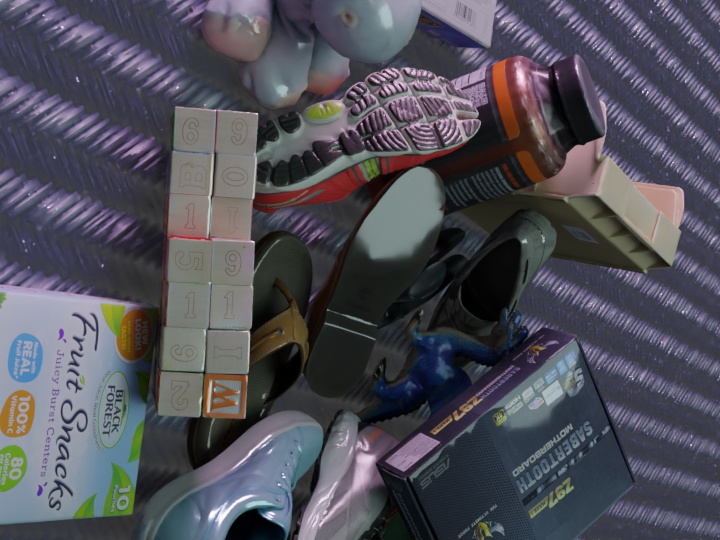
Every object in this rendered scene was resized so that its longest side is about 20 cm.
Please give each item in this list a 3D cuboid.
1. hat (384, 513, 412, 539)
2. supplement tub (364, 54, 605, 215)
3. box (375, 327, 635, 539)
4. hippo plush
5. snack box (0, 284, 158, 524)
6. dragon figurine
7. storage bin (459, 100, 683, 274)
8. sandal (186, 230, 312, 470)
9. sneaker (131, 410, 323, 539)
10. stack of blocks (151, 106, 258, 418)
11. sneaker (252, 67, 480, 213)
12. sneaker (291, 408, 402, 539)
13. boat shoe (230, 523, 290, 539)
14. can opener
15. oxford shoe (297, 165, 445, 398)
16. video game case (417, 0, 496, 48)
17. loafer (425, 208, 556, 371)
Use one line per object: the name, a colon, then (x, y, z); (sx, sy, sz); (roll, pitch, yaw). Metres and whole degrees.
hat: (0.099, 0.188, 1.065); (0.167, 0.175, 0.200); (56, 28, -5)
supplement tub: (0.102, -0.112, 1.037); (0.107, 0.198, 0.108); (51, 29, -43)
box: (0.125, 0.169, 1.022); (0.199, 0.051, 0.159); (-34, 114, -22)
hippo plush: (-0.006, -0.217, 0.924); (0.159, 0.159, 0.203); (25, 76, -51)
snack box: (-0.221, 0.082, 0.770); (0.199, 0.052, 0.145); (10, 87, -54)
dragon figurine: (0.061, 0.102, 1.061); (0.201, 0.099, 0.059); (-53, 178, -2)
storage bin: (0.183, -0.083, 1.169); (0.199, 0.197, 0.095); (31, 74, -51)
sandal: (-0.075, 0.069, 0.960); (0.082, 0.054, 0.202); (40, 64, -46)
sneaker: (-0.075, 0.174, 0.911); (0.199, 0.081, 0.075); (-31, 142, -49)
stack of blocks: (-0.107, -0.008, 0.851); (0.058, 0.115, 0.203); (4, 92, -12)
sneaker: (-0.004, -0.097, 0.968); (0.197, 0.085, 0.078); (-16, 69, -13)
sneaker: (-0.013, 0.208, 0.986); (0.074, 0.078, 0.202); (106, 3, -57)
boat shoe: (-0.112, 0.235, 0.929); (0.199, 0.062, 0.074); (-23, 112, -50)
can opener: (0.054, 0.007, 1.123); (0.200, 0.078, 0.064); (-26, 124, -62)
oxford shoe: (0.000, 0.000, 1.009); (0.071, 0.071, 0.202); (28, 95, -26)
video game case: (0.063, -0.316, 1.099); (0.199, 0.045, 0.184); (15, 84, -53)
loafer: (0.105, 0.029, 1.124); (0.070, 0.070, 0.201); (-30, 153, -55)
